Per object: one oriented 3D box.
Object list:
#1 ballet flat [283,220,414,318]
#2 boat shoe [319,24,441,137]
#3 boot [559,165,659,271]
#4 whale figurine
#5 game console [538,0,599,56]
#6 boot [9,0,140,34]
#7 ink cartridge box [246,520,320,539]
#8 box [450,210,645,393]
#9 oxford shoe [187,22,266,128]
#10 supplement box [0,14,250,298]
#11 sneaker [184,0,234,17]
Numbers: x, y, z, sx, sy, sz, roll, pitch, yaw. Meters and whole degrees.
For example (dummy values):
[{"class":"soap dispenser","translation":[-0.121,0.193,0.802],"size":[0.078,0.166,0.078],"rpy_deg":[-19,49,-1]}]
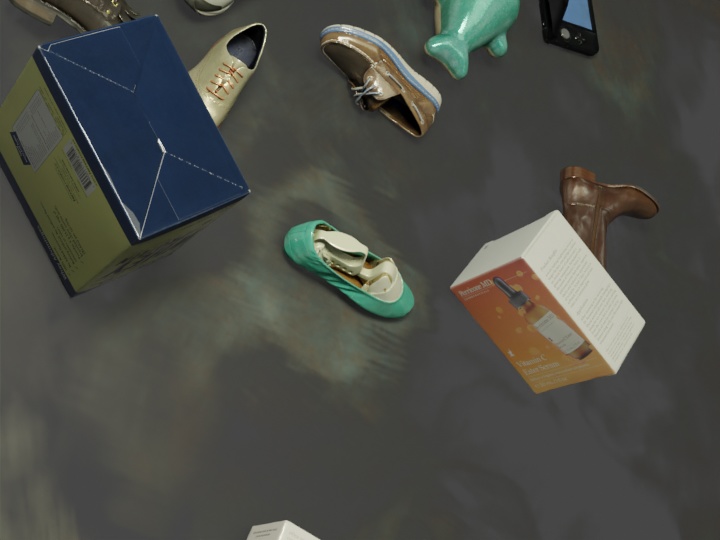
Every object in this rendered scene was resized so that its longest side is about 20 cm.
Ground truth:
[{"class":"ballet flat","translation":[0.000,0.000,1.195],"size":[0.200,0.070,0.068],"rpy_deg":[29,59,-24]},{"class":"boat shoe","translation":[0.026,-0.251,1.301],"size":[0.200,0.072,0.073],"rpy_deg":[30,60,-23]},{"class":"boot","translation":[0.371,-0.042,1.473],"size":[0.186,0.064,0.201],"rpy_deg":[16,61,-15]},{"class":"whale figurine","translation":[0.164,-0.373,1.421],"size":[0.159,0.104,0.200],"rpy_deg":[40,56,-18]},{"class":"game console","translation":[0.345,-0.474,1.576],"size":[0.175,0.116,0.201],"rpy_deg":[8,70,-33]},{"class":"boot","translation":[-0.273,-0.337,1.059],"size":[0.199,0.175,0.069],"rpy_deg":[19,22,-27]},{"class":"ink cartridge box","translation":[-0.076,0.383,0.996],"size":[0.145,0.084,0.201],"rpy_deg":[35,57,-19]},{"class":"box","translation":[0.248,0.047,1.301],"size":[0.200,0.152,0.106],"rpy_deg":[49,54,-10]},{"class":"oxford shoe","translation":[-0.172,-0.222,1.151],"size":[0.071,0.074,0.201],"rpy_deg":[34,57,-20]},{"class":"supplement box","translation":[-0.249,-0.109,0.977],"size":[0.134,0.200,0.201],"rpy_deg":[-28,90,-38]},{"class":"sneaker","translation":[-0.151,-0.386,1.223],"size":[0.200,0.079,0.074],"rpy_deg":[-43,101,-36]}]
